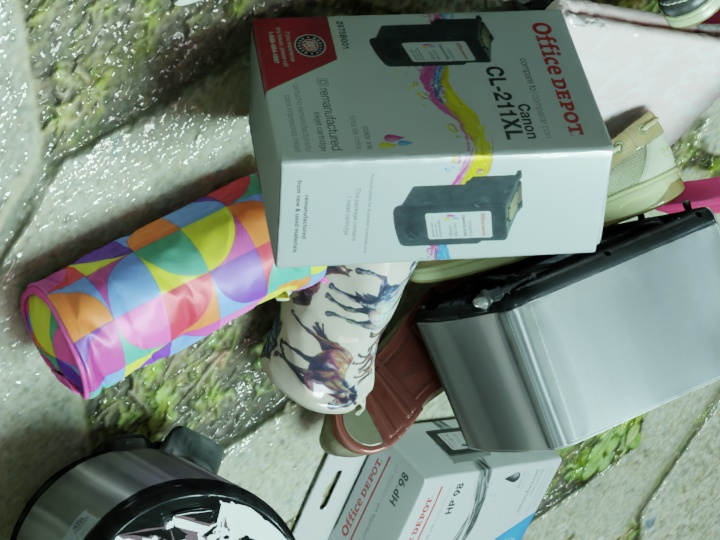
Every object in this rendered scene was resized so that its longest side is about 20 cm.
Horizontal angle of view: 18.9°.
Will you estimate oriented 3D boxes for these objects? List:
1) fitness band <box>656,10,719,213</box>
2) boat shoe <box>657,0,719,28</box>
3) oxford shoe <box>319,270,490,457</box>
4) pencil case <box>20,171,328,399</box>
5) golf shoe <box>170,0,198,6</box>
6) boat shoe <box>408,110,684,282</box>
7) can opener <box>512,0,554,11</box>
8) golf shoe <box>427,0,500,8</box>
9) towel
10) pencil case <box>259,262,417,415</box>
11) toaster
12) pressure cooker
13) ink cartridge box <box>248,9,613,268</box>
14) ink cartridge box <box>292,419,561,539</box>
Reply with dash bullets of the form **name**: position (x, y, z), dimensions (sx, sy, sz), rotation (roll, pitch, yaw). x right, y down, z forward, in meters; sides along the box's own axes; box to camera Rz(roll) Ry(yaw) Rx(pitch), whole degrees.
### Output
- **fitness band**: position (0.250, -0.112, 1.519), dimensions (0.037, 0.200, 0.145), rotation (16, 80, -26)
- **boat shoe**: position (0.224, -0.254, 1.415), dimensions (0.065, 0.073, 0.201), rotation (36, 59, -36)
- **oxford shoe**: position (0.041, 0.064, 1.585), dimensions (0.200, 0.071, 0.075), rotation (-37, -178, -27)
- **pencil case**: position (-0.110, 0.009, 1.347), dimensions (0.199, 0.088, 0.089), rotation (-25, 139, -24)
- **golf shoe**: position (-0.100, -0.215, 1.161), dimensions (0.097, 0.078, 0.200), rotation (-36, 142, -4)
- **boat shoe**: position (0.119, -0.046, 1.477), dimensions (0.199, 0.064, 0.073), rotation (-20, -177, 11)
- **can opener**: position (0.137, -0.168, 1.445), dimensions (0.053, 0.067, 0.201), rotation (-32, 141, -20)
- **golf shoe**: position (0.114, -0.237, 1.341), dimensions (0.199, 0.098, 0.078), rotation (-27, 123, 17)
- **towel**: position (0.148, -0.108, 1.472), dimensions (0.190, 0.032, 0.200), rotation (2, 144, -37)
- **pencil case**: position (0.000, 0.000, 1.447), dimensions (0.078, 0.089, 0.201), rotation (-64, 177, -65)
- **toaster**: position (0.145, 0.042, 1.489), dimensions (0.199, 0.181, 0.120), rotation (-22, 93, -21)
- **pressure cooker**: position (-0.140, 0.204, 1.413), dimensions (0.175, 0.200, 0.180), rotation (-20, 103, -23)
- **ink cartridge box**: position (0.039, -0.083, 1.298), dimensions (0.198, 0.146, 0.083), rotation (-3, 132, -9)
- **ink cartridge box**: position (0.051, 0.183, 1.687), dimensions (0.199, 0.067, 0.117), rotation (-3, 127, -44)
